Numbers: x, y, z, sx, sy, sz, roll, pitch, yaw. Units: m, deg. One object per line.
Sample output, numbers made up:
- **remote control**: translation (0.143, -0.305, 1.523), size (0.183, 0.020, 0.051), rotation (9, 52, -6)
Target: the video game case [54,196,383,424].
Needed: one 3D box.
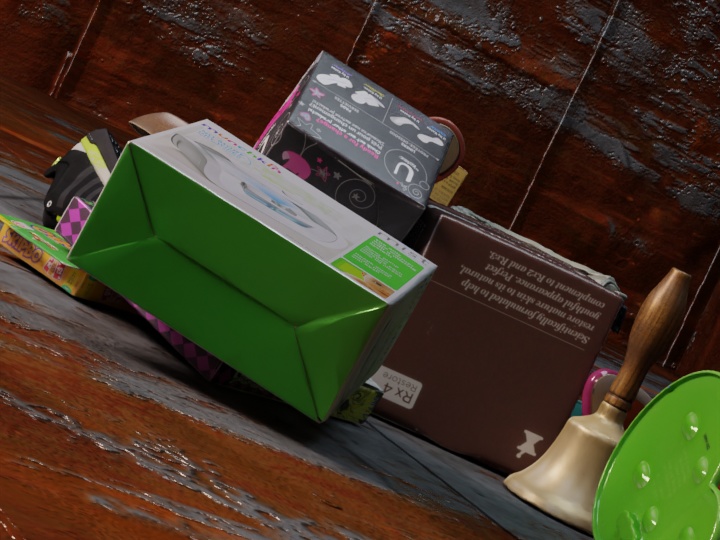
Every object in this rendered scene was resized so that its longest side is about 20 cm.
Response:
- **video game case**: translation (-0.100, 0.029, 1.498), size (0.200, 0.036, 0.181), rotation (41, 12, 36)

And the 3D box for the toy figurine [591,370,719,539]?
- **toy figurine**: translation (0.279, 0.194, 1.445), size (0.183, 0.150, 0.200), rotation (34, 23, -17)

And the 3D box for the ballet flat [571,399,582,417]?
- **ballet flat**: translation (0.182, 0.148, 1.804), size (0.072, 0.068, 0.200), rotation (3, -9, 34)

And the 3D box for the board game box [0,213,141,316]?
- **board game box**: translation (-0.183, 0.005, 1.555), size (0.095, 0.030, 0.200), rotation (31, 4, 36)

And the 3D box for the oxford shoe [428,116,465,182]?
- **oxford shoe**: translation (-0.007, -0.078, 1.765), size (0.198, 0.071, 0.075), rotation (-14, 7, 3)

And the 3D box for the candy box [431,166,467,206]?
- **candy box**: translation (0.020, -0.025, 1.963), size (0.056, 0.201, 0.117), rotation (32, 3, -9)

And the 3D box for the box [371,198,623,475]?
- **box**: translation (0.090, 0.050, 1.689), size (0.165, 0.165, 0.200), rotation (25, 4, -9)

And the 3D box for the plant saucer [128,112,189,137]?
- **plant saucer**: translation (-0.120, -0.082, 1.863), size (0.200, 0.032, 0.200), rotation (36, -3, 2)

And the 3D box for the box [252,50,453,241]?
- **box**: translation (-0.038, -0.046, 1.652), size (0.132, 0.200, 0.115), rotation (31, 36, -8)

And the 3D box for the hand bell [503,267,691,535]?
- **hand bell**: translation (0.194, 0.091, 1.552), size (0.103, 0.201, 0.104), rotation (24, 4, -2)

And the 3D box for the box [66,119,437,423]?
- **box**: translation (-0.067, -0.003, 1.390), size (0.199, 0.097, 0.176), rotation (32, 14, 7)

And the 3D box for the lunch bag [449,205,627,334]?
- **lunch bag**: translation (0.131, 0.048, 1.965), size (0.199, 0.169, 0.139), rotation (27, 5, 20)

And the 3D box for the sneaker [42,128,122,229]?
- **sneaker**: translation (-0.220, -0.040, 1.733), size (0.072, 0.082, 0.200), rotation (60, 3, -35)

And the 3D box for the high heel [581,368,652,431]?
- **high heel**: translation (0.195, 0.132, 1.678), size (0.096, 0.067, 0.201), rotation (40, -19, 44)
